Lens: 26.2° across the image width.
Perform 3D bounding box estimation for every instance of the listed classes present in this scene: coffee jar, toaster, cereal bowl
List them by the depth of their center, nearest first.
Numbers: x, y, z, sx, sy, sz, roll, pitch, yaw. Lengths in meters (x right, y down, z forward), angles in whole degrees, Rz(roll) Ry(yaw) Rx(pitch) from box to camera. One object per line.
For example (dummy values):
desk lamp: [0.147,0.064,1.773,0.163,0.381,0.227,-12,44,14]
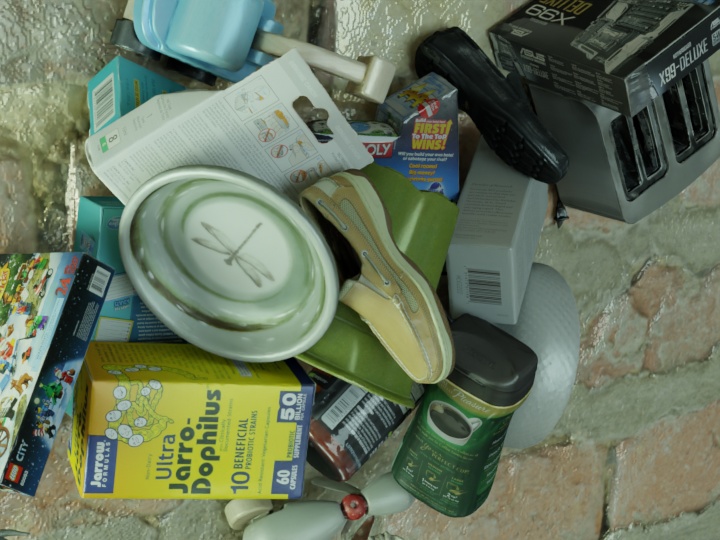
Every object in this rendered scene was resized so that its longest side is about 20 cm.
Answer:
coffee jar: [0.104,0.144,1.548,0.085,0.104,0.201,-37,152,-48]
cereal bowl: [0.145,0.085,1.638,0.083,0.200,0.202,9,99,-23]
toaster: [0.292,-0.162,1.712,0.180,0.118,0.201,-34,123,-23]

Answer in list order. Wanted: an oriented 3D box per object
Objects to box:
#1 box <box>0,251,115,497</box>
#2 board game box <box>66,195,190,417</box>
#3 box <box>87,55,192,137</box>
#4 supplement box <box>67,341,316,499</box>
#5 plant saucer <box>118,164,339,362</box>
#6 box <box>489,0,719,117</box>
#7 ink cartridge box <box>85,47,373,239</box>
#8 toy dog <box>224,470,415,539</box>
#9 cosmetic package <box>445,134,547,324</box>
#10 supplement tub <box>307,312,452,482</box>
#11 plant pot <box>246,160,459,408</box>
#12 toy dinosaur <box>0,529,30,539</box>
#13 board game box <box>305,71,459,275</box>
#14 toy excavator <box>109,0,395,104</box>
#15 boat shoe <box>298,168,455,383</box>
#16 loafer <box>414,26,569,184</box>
box: [-0.290,0.083,1.301,0.038,0.136,0.201,32,68,-40]
board game box: [-0.197,0.033,1.447,0.150,0.047,0.202,-1,106,-38]
box: [-0.152,-0.114,1.404,0.199,0.049,0.083,22,48,-40]
supplement box: [-0.152,0.133,1.378,0.198,0.110,0.110,2,104,-18]
plant saucer: [-0.106,-0.014,1.318,0.201,0.199,0.050,69,30,-30]
box: [0.257,-0.244,1.605,0.157,0.200,0.050,-36,130,-22]
ink cartridge box: [-0.111,-0.103,1.334,0.199,0.050,0.161,-32,138,7]
toy dog: [-0.044,0.271,1.609,0.198,0.096,0.133,3,63,-9]
cosmetic package: [0.142,-0.049,1.588,0.201,0.071,0.102,-67,157,-47]
supplement tub: [0.011,0.113,1.596,0.200,0.107,0.107,-46,127,-18]
plant pot: [0.000,0.000,1.448,0.199,0.200,0.191,25,90,-40]
toy dinosaur: [-0.387,0.197,1.352,0.102,0.077,0.201,-46,117,-38]
board game box: [0.021,-0.097,1.545,0.198,0.062,0.201,0,113,-27]
toy excavator: [-0.093,-0.201,1.349,0.194,0.200,0.101,19,94,-39]
boat shoe: [0.006,0.014,1.325,0.076,0.072,0.201,-22,78,-39]
loafer: [0.141,-0.171,1.560,0.070,0.201,0.068,-39,165,-23]
